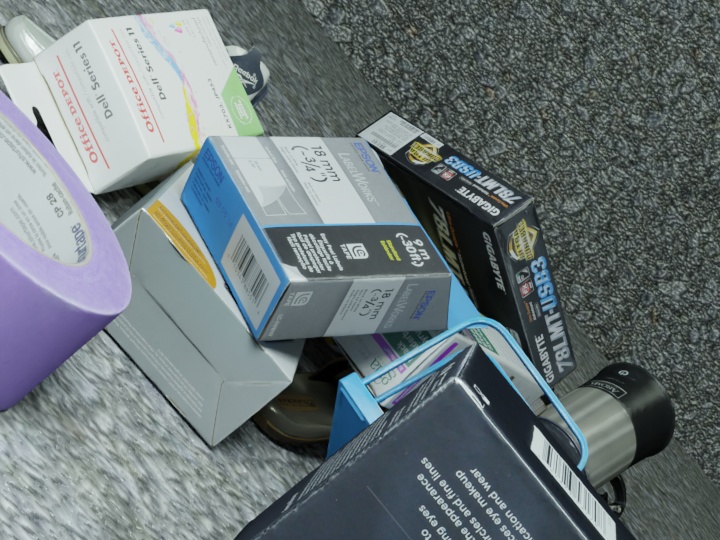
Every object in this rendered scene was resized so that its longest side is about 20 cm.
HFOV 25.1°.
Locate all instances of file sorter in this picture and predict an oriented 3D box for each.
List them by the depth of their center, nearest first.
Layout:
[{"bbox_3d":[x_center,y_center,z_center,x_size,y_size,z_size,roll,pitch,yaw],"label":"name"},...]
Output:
[{"bbox_3d":[0.064,0.146,1.124,0.139,0.122,0.200,55,-20,22],"label":"file sorter"}]

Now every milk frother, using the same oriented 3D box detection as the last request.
[{"bbox_3d":[0.246,0.229,1.850,0.188,0.180,0.201,-22,103,-44],"label":"milk frother"}]

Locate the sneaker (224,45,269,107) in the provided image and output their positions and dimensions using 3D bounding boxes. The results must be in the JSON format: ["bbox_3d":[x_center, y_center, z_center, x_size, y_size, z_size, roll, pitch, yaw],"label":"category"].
[{"bbox_3d":[-0.130,-0.145,1.489,0.079,0.130,0.199,38,13,-41],"label":"sneaker"}]

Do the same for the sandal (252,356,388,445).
[{"bbox_3d":[-0.011,0.094,1.266,0.199,0.055,0.082,8,36,-48],"label":"sandal"}]

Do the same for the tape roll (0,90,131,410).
[{"bbox_3d":[-0.219,-0.029,0.860,0.200,0.085,0.200,48,10,-11],"label":"tape roll"}]

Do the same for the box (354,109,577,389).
[{"bbox_3d":[0.091,-0.017,1.383,0.198,0.050,0.201,40,-21,45],"label":"box"}]

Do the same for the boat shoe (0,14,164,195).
[{"bbox_3d":[-0.211,-0.146,1.331,0.200,0.068,0.075,43,14,-33],"label":"boat shoe"}]

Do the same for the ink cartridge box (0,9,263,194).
[{"bbox_3d":[-0.171,-0.130,1.239,0.200,0.067,0.118,-23,86,-59],"label":"ink cartridge box"}]

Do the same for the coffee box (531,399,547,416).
[{"bbox_3d":[0.105,0.146,1.556,0.080,0.114,0.200,51,9,8],"label":"coffee box"}]

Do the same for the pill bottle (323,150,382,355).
[{"bbox_3d":[0.000,0.000,1.386,0.113,0.112,0.201,-111,175,-60],"label":"pill bottle"}]

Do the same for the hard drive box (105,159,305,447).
[{"bbox_3d":[-0.116,0.017,1.158,0.156,0.077,0.200,50,10,-9],"label":"hard drive box"}]

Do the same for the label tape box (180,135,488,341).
[{"bbox_3d":[-0.006,-0.026,1.132,0.199,0.063,0.145,-2,46,-36],"label":"label tape box"}]

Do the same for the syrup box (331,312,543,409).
[{"bbox_3d":[0.064,0.070,1.257,0.079,0.081,0.200,51,9,29],"label":"syrup box"}]

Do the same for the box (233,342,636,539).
[{"bbox_3d":[0.048,0.184,0.936,0.197,0.200,0.117,51,12,-1],"label":"box"}]
